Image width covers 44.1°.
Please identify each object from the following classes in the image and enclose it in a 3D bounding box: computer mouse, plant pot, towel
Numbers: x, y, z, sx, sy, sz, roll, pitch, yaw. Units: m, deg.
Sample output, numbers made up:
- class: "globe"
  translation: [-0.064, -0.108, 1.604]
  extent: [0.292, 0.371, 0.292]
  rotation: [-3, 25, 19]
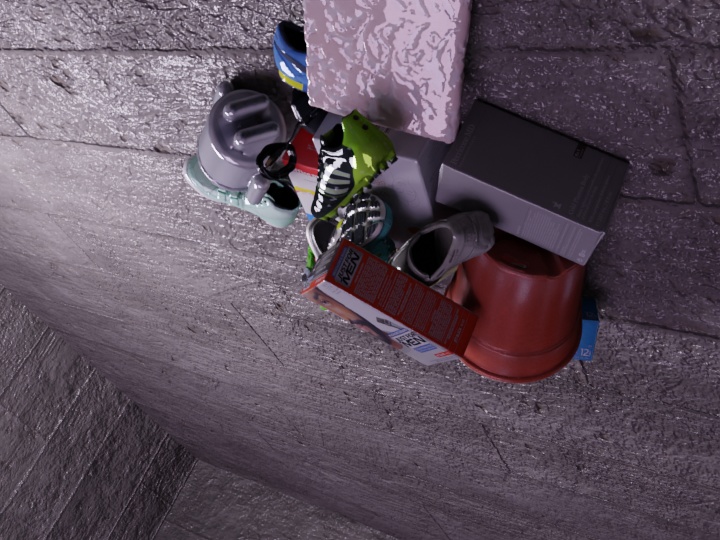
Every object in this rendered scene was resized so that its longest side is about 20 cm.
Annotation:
- class: "computer mouse"
  translation: [-0.071, -0.177, 1.080]
  extent: [0.034, 0.202, 0.059]
  rotation: [-13, 127, 36]
- class: "plant pot"
  translation: [0.205, 0.006, 1.141]
  extent: [0.197, 0.202, 0.197]
  rotation: [21, 146, 16]
- class: "towel"
  translation: [0.026, -0.247, 0.962]
  extent: [0.187, 0.032, 0.203]
  rotation: [17, 135, 17]

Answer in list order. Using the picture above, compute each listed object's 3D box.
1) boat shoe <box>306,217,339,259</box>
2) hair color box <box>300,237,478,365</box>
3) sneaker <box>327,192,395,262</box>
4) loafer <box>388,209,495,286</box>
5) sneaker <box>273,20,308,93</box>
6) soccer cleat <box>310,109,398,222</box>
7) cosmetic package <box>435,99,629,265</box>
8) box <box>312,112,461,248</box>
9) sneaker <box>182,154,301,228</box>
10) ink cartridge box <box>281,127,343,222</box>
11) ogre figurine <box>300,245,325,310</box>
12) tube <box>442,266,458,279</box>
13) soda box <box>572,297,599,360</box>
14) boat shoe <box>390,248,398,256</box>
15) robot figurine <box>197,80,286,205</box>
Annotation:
- class: "boat shoe"
  translation: [0.000, 0.000, 1.278]
  extent: [0.201, 0.072, 0.067]
  rotation: [51, 166, -10]
- class: "hair color box"
  translation: [0.034, 0.044, 1.108]
  extent: [0.198, 0.065, 0.111]
  rotation: [31, 162, -11]
- class: "sneaker"
  translation: [0.010, -0.042, 1.154]
  extent: [0.078, 0.079, 0.200]
  rotation: [14, 162, -11]
- class: "loafer"
  translation: [0.082, -0.022, 1.076]
  extent: [0.069, 0.071, 0.199]
  rotation: [-8, 165, -32]
- class: "sneaker"
  translation: [-0.018, -0.241, 1.055]
  extent: [0.197, 0.067, 0.079]
  rotation: [23, 151, 15]
- class: "soccer cleat"
  translation: [-0.021, -0.122, 1.044]
  extent: [0.081, 0.067, 0.200]
  rotation: [50, 151, 0]
- class: "cosmetic package"
  translation: [0.196, -0.102, 1.033]
  extent: [0.197, 0.108, 0.091]
  rotation: [24, 155, 8]
- class: "box"
  translation: [0.049, -0.127, 1.143]
  extent: [0.150, 0.108, 0.201]
  rotation: [16, 151, 26]
- class: "sneaker"
  translation: [-0.180, -0.141, 1.400]
  extent: [0.197, 0.075, 0.118]
  rotation: [25, 163, -12]
- class: "ink cartridge box"
  translation: [-0.036, -0.132, 1.271]
  extent: [0.114, 0.068, 0.201]
  rotation: [16, 151, 27]
- class: "ogre figurine"
  translation: [-0.016, 0.010, 1.449]
  extent: [0.097, 0.121, 0.200]
  rotation: [3, 145, 45]
- class: "tube"
  translation: [0.086, 0.006, 1.268]
  extent: [0.057, 0.198, 0.053]
  rotation: [24, 118, 36]
- class: "soda box"
  translation: [0.235, 0.072, 1.267]
  extent: [0.195, 0.065, 0.069]
  rotation: [6, 119, 5]
- class: "boat shoe"
  translation: [0.073, -0.036, 1.329]
  extent: [0.071, 0.068, 0.201]
  rotation: [27, 155, 5]
- class: "robot figurine"
  translation: [-0.171, -0.181, 1.263]
  extent: [0.200, 0.111, 0.173]
  rotation: [-31, 75, 68]
